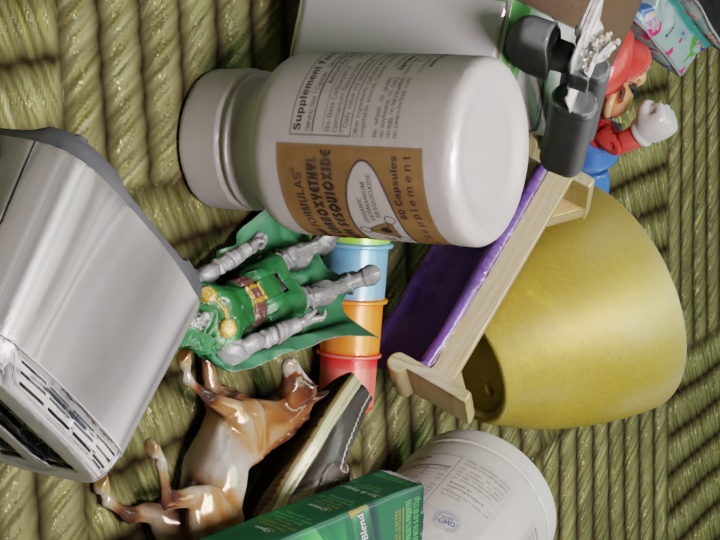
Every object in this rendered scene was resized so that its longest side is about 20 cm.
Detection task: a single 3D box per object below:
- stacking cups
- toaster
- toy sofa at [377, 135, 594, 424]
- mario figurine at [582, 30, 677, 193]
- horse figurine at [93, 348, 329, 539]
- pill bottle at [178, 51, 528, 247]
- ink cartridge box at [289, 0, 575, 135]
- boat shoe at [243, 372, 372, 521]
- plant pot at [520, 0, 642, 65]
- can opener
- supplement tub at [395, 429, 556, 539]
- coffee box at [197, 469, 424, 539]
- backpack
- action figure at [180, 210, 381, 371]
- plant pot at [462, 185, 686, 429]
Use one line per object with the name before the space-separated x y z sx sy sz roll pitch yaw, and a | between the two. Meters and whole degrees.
stacking cups | 0.000 0.000 1.350 0.060 0.060 0.201 -10 102 -60
toaster | -0.168 0.023 1.001 0.130 0.113 0.200 -67 148 -24
toy sofa | 0.083 0.002 1.399 0.201 0.097 0.083 -59 169 -11
mario figurine | 0.213 -0.125 1.637 0.106 0.123 0.201 -58 158 -49
horse figurine | -0.098 0.119 1.204 0.133 0.050 0.201 54 45 -42
pill bottle | -0.007 -0.077 1.184 0.114 0.199 0.115 -15 108 -60
ink cartridge box | 0.058 -0.148 1.317 0.200 0.145 0.085 1 100 -69
boat shoe | -0.039 0.161 1.276 0.066 0.072 0.201 37 59 -11
plant pot | 0.148 -0.233 1.487 0.175 0.199 0.201 92 23 -45
can opener | 0.133 -0.123 1.251 0.200 0.066 0.053 75 37 -69
supplement tub | 0.049 0.219 1.402 0.200 0.131 0.133 -41 129 -52
coffee box | -0.039 0.209 1.192 0.199 0.044 0.124 -13 111 -47
backpack | 0.253 -0.277 1.648 0.150 0.200 0.177 -42 153 8
action figure | -0.062 0.016 1.222 0.118 0.055 0.200 54 34 6
plant pot | 0.136 0.046 1.509 0.141 0.200 0.201 -25 119 -27
